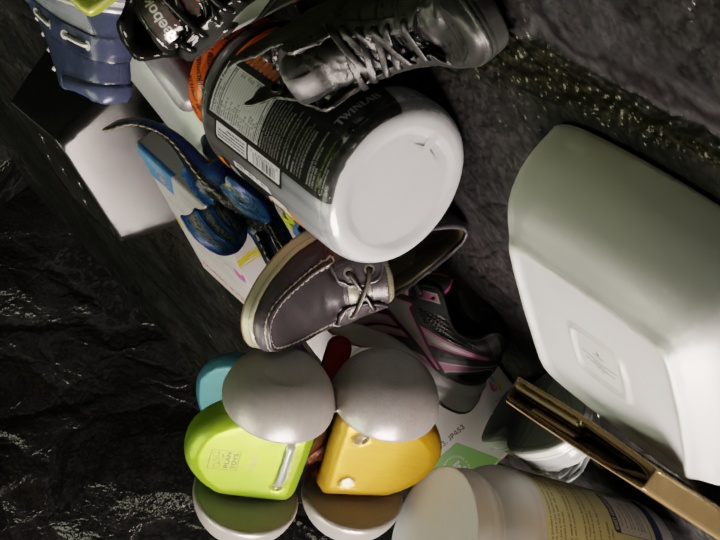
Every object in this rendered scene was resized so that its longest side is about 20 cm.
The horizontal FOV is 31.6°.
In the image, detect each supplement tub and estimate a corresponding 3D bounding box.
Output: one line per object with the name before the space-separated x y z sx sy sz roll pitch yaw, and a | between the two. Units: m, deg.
supplement tub | 0.138 0.237 1.014 0.199 0.146 0.145 19 -179 -26
supplement tub | -0.032 -0.101 0.906 0.200 0.122 0.123 39 162 41

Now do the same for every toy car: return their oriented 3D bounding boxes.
toy car | -0.042 0.112 0.989 0.150 0.199 0.175 -110 29 -45

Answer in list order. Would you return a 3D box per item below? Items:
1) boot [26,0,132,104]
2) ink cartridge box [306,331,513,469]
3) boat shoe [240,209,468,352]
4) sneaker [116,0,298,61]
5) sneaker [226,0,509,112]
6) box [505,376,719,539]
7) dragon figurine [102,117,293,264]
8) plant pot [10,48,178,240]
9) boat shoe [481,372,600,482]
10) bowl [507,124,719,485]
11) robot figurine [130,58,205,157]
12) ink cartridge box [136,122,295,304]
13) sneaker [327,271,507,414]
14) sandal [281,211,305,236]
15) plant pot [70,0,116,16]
boot | -0.232 -0.193 0.996 0.200 0.072 0.091 33 120 53
ink cartridge box | 0.051 0.095 1.142 0.200 0.117 0.067 51 165 -2
boat shoe | 0.000 0.000 0.929 0.065 0.200 0.072 27 135 35
sneaker | -0.093 -0.188 0.843 0.200 0.098 0.071 -15 114 46
sneaker | -0.001 -0.132 0.771 0.200 0.104 0.060 27 152 59
box | 0.205 0.146 0.829 0.200 0.021 0.163 34 178 -27
dragon figurine | -0.102 -0.053 0.982 0.200 0.059 0.100 36 -156 -35
plant pot | -0.228 -0.151 1.281 0.200 0.177 0.200 36 159 48
boat shoe | 0.153 0.130 1.020 0.065 0.075 0.202 32 167 -4
bowl | 0.162 0.031 0.736 0.200 0.075 0.200 41 162 41
robot figurine | -0.131 -0.174 1.050 0.200 0.113 0.170 51 -163 -4
ink cartridge box | -0.096 -0.059 1.201 0.128 0.125 0.200 40 162 39
sneaker | 0.037 0.026 1.061 0.200 0.086 0.080 33 -153 -6
sandal | -0.009 -0.049 1.067 0.087 0.079 0.200 47 167 0
plant pot | -0.154 -0.279 0.714 0.199 0.200 0.182 47 173 13
